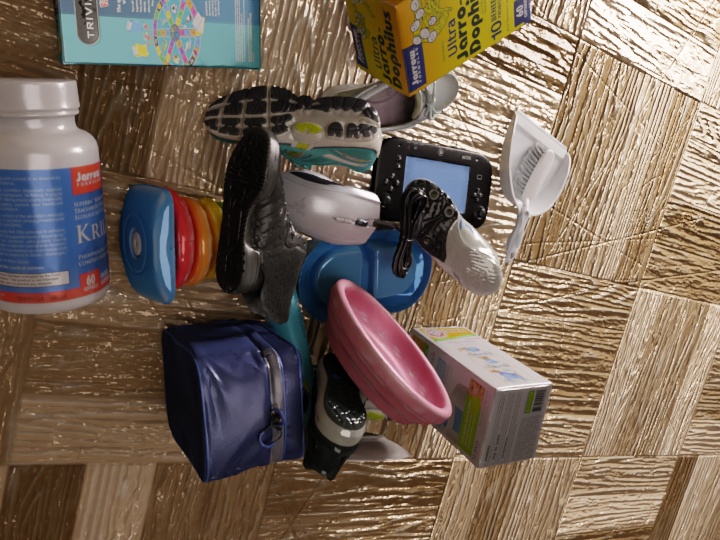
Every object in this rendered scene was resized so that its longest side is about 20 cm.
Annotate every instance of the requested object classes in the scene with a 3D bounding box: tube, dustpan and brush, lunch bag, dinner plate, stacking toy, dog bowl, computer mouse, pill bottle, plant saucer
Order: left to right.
[{"bbox_3d":[-0.299,-0.072,0.610,0.110,0.112,0.205,-8,111,-28],"label":"pill bottle"},{"bbox_3d":[-0.156,-0.038,0.724,0.197,0.108,0.119,-8,103,-40],"label":"stacking toy"},{"bbox_3d":[-0.133,0.134,0.723,0.130,0.199,0.140,-7,105,-30],"label":"lunch bag"},{"bbox_3d":[-0.082,0.097,0.786,0.049,0.077,0.205,-16,90,-14],"label":"tube"},{"bbox_3d":[-0.034,0.217,0.820,0.196,0.199,0.025,11,78,-32],"label":"dinner plate"},{"bbox_3d":[-0.013,-0.059,0.759,0.196,0.044,0.112,11,112,-23],"label":"computer mouse"},{"bbox_3d":[0.000,0.000,0.849,0.196,0.049,0.114,-8,110,-29],"label":"dog bowl"},{"bbox_3d":[0.026,0.102,0.757,0.051,0.202,0.200,-42,124,10],"label":"plant saucer"},{"bbox_3d":[0.242,-0.110,0.949,0.138,0.057,0.204,23,93,-34],"label":"dustpan and brush"}]

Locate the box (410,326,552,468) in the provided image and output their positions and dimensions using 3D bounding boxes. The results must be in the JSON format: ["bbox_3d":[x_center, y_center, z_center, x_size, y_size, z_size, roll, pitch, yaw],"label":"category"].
[{"bbox_3d":[0.152,0.166,0.902,0.099,0.199,0.115,1,108,-29],"label":"box"}]

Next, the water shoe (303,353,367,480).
[{"bbox_3d":[-0.033,0.155,0.722,0.070,0.200,0.080,27,100,-1],"label":"water shoe"}]

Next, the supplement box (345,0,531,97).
[{"bbox_3d":[0.091,-0.311,0.752,0.198,0.109,0.110,-35,138,-16],"label":"supplement box"}]

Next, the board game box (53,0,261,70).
[{"bbox_3d":[-0.197,-0.281,0.642,0.196,0.047,0.155,-7,109,-28],"label":"board game box"}]

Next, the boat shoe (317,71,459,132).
[{"bbox_3d":[0.043,-0.203,0.793,0.198,0.065,0.076,-16,123,-24],"label":"boat shoe"}]

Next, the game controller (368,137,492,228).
[{"bbox_3d":[0.097,-0.115,0.874,0.196,0.042,0.107,3,104,-32],"label":"game controller"}]

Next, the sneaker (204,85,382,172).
[{"bbox_3d":[-0.075,-0.143,0.711,0.195,0.079,0.080,9,146,2],"label":"sneaker"}]

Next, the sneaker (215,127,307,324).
[{"bbox_3d":[-0.097,-0.042,0.693,0.103,0.059,0.205,1,104,-55],"label":"sneaker"}]

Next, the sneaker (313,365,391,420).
[{"bbox_3d":[-0.007,0.156,0.872,0.195,0.080,0.079,6,114,-12],"label":"sneaker"}]

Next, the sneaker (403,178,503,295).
[{"bbox_3d":[0.117,-0.044,0.859,0.072,0.073,0.200,-40,118,7],"label":"sneaker"}]
